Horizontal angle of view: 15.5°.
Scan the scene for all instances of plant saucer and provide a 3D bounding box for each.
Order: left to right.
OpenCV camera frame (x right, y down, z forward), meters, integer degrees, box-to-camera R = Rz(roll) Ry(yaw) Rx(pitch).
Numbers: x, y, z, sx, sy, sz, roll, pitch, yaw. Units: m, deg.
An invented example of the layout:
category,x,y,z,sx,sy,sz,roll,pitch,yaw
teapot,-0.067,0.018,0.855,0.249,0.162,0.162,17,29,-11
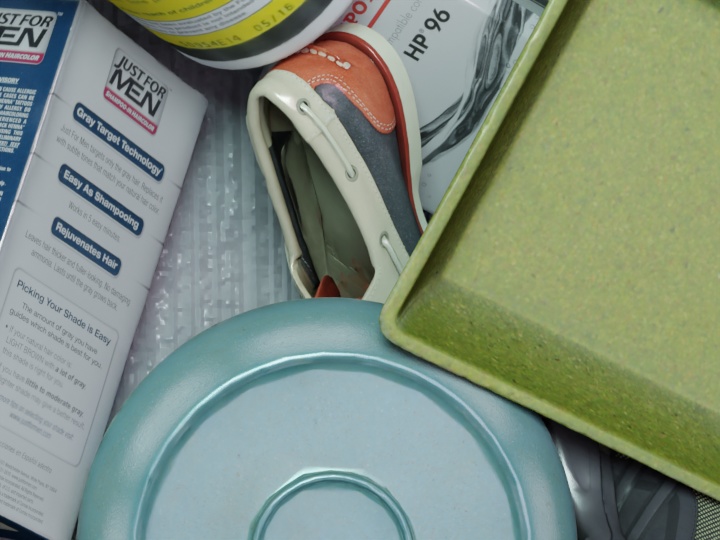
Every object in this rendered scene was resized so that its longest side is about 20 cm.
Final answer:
category,x,y,z,sx,sy,sz,roll,pitch,yaw
plant saucer,-0.012,0.111,1.035,0.199,0.027,0.201,0,88,-4
plant saucer,0.128,-0.029,1.053,0.199,0.048,0.200,26,97,-21

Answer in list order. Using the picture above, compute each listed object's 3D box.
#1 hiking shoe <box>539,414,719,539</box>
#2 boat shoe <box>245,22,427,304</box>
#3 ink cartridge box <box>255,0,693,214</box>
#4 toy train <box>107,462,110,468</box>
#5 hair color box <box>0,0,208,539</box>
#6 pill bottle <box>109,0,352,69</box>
category,x,y,z,sx,sy,sz,roll,pitch,yaw
hiking shoe,0.114,0.097,1.115,0.100,0.076,0.200,1,49,-26
boat shoe,0.000,0.000,1.088,0.063,0.071,0.201,-39,125,-44
ink cartridge box,0.033,-0.093,1.117,0.199,0.116,0.068,29,45,-9
toy train,-0.023,0.131,1.087,0.114,0.087,0.200,-30,91,-10
hair color box,-0.137,0.000,1.063,0.100,0.060,0.201,38,64,-54
pill bottle,-0.086,-0.164,0.989,0.200,0.114,0.115,33,66,-53
